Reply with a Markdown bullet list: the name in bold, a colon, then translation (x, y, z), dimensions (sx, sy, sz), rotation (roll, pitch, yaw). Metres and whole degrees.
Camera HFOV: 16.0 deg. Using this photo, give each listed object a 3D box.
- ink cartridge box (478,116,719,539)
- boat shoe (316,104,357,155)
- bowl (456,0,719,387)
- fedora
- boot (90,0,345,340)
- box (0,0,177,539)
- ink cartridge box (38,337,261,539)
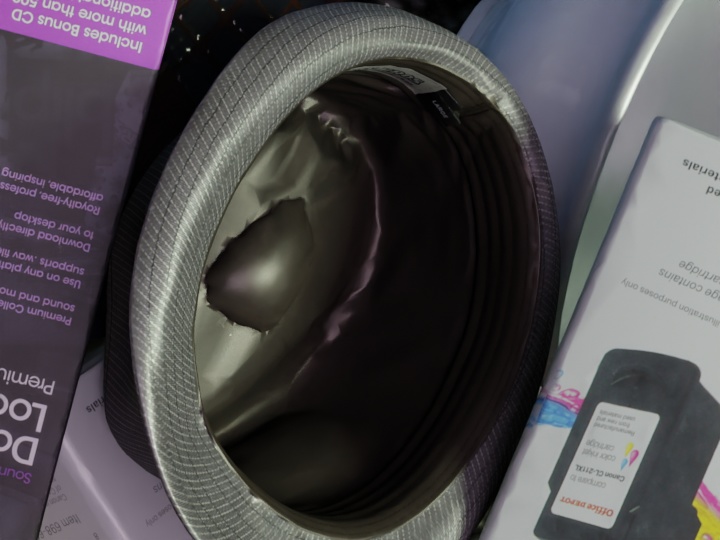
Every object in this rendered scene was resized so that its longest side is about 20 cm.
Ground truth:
- **ink cartridge box**: translation (0.108, 0.059, 0.874), dimensions (0.082, 0.146, 0.201), rotation (23, 95, 13)
- **boat shoe**: translation (0.000, 0.001, 0.942), dimensions (0.072, 0.067, 0.201), rotation (-38, 143, -46)
- **bowl**: translation (0.083, -0.050, 0.961), dimensions (0.201, 0.090, 0.202), rotation (-48, 151, -39)
- **fedora**: translation (-0.023, 0.010, 0.826), dimensions (0.177, 0.090, 0.201), rotation (37, 67, -37)
- **boot**: translation (-0.087, -0.049, 0.940), dimensions (0.075, 0.097, 0.200), rotation (52, 55, -20)
- **box**: translation (-0.146, -0.016, 0.789), dimensions (0.142, 0.036, 0.201), rotation (14, 100, -6)
- **ink cartridge box**: translation (-0.077, 0.131, 0.907), dimensions (0.083, 0.145, 0.201), rotation (-35, 98, -44)
